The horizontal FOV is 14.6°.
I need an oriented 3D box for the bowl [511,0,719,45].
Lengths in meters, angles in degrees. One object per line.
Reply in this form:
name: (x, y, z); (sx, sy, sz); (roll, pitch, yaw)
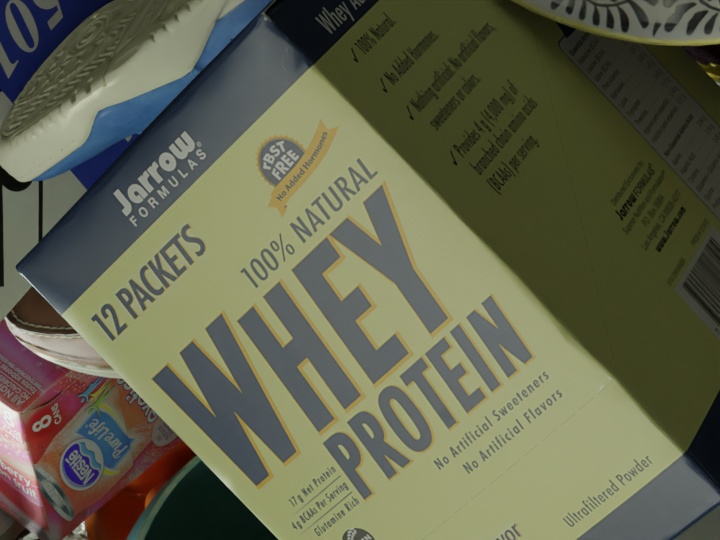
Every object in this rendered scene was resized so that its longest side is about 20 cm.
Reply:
bowl: (0.100, -0.180, 0.872); (0.199, 0.094, 0.202); (10, 128, 13)

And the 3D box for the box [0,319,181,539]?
box: (-0.180, 0.019, 1.290); (0.200, 0.095, 0.103); (35, 149, 29)

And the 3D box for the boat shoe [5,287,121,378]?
boat shoe: (-0.063, -0.008, 1.129); (0.199, 0.076, 0.072); (-12, 149, 25)

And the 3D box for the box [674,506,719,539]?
box: (0.232, 0.132, 1.109); (0.200, 0.124, 0.098); (42, -174, -12)

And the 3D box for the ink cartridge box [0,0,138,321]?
ink cartridge box: (-0.150, -0.051, 1.136); (0.094, 0.200, 0.044); (50, 154, -24)

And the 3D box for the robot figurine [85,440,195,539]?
robot figurine: (-0.075, 0.148, 1.389); (0.143, 0.117, 0.201); (20, 144, 17)

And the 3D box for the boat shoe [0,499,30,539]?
boat shoe: (-0.170, 0.102, 1.331); (0.070, 0.200, 0.064); (22, 135, 21)

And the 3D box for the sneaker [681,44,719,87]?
sneaker: (0.183, -0.099, 0.939); (0.199, 0.075, 0.090); (-1, 138, 37)

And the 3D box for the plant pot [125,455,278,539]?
plant pot: (-0.035, 0.176, 1.237); (0.200, 0.201, 0.135); (39, 152, -10)

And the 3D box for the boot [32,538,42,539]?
boot: (-0.132, 0.200, 1.283); (0.147, 0.070, 0.200); (56, -174, 5)

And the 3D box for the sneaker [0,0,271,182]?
sneaker: (-0.039, -0.071, 1.089); (0.199, 0.077, 0.111); (-36, 115, 14)

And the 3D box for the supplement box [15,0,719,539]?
supplement box: (0.033, -0.007, 0.932); (0.200, 0.200, 0.134); (46, 122, -3)
